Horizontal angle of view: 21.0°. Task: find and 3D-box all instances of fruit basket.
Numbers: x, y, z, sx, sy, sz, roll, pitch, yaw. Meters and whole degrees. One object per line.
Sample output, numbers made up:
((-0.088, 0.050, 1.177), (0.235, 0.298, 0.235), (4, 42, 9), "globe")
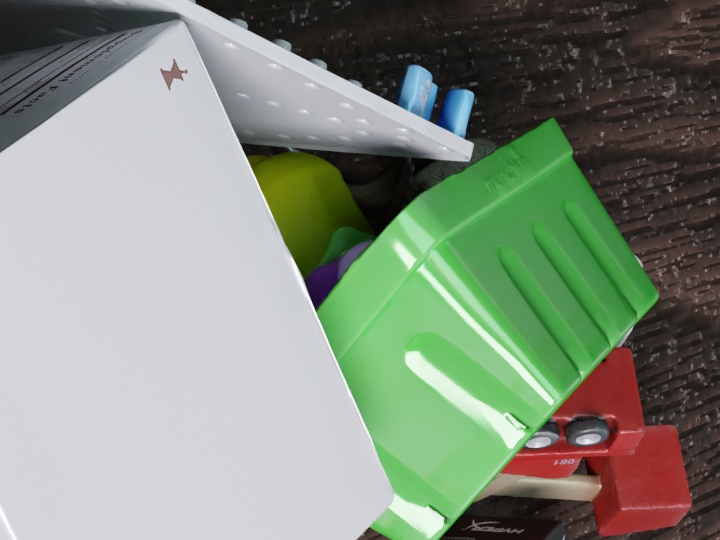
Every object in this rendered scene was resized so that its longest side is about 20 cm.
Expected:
((0.000, 0.000, 0.805), (0.215, 0.156, 0.216), (31, 26, -17), "fruit basket")

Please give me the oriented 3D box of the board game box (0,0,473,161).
((-0.086, -0.089, 0.724), (0.199, 0.199, 0.026), (22, 81, -43), "board game box")

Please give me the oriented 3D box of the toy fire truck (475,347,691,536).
((0.078, 0.087, 0.964), (0.198, 0.141, 0.049), (-2, 62, -10), "toy fire truck")

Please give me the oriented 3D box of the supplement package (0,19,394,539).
((-0.132, 0.041, 0.673), (0.147, 0.199, 0.193), (-41, 116, -39), "supplement package")

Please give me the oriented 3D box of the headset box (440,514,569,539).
((0.040, 0.234, 0.935), (0.200, 0.075, 0.150), (-38, 114, -41), "headset box")

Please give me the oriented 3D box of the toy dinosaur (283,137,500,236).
((0.050, -0.023, 0.960), (0.199, 0.077, 0.103), (-18, 114, -41), "toy dinosaur")

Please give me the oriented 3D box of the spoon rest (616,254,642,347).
((0.111, 0.019, 0.979), (0.200, 0.060, 0.100), (58, 43, -73), "spoon rest")
